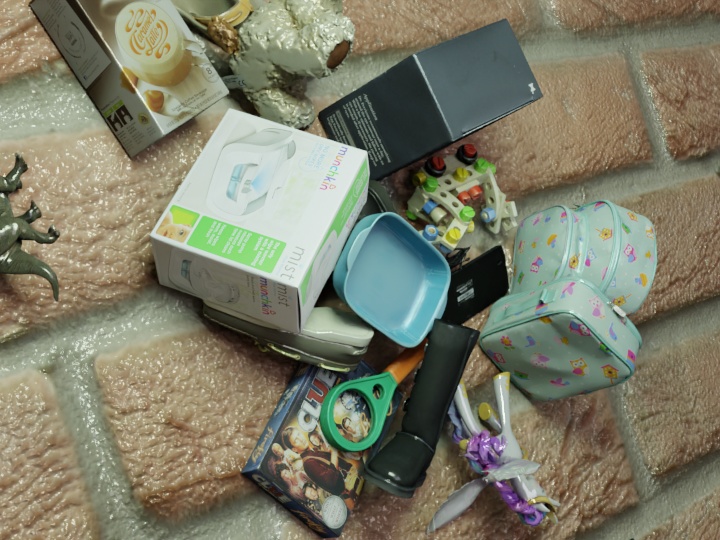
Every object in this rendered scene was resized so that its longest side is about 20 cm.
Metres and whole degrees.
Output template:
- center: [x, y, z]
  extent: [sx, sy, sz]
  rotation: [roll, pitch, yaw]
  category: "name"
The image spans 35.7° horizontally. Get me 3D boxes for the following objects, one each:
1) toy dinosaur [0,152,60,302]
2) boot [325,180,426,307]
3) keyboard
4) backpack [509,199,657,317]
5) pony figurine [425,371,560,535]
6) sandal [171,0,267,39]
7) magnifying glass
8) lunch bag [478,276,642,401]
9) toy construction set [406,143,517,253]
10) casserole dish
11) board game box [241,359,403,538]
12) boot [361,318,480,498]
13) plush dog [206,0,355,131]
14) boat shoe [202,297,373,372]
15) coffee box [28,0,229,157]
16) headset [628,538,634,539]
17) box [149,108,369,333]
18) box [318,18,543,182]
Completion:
- center: [-0.365, -0.051, 1.106]
  extent: [0.102, 0.077, 0.201]
  rotation: [-28, 100, -29]
  category: "toy dinosaur"
- center: [-0.002, 0.000, 1.369]
  extent: [0.157, 0.079, 0.212]
  rotation: [-29, 87, -46]
  category: "boot"
- center: [0.127, 0.018, 1.511]
  extent: [0.199, 0.039, 0.105]
  rotation: [-29, 118, -42]
  category: "keyboard"
- center: [0.306, -0.008, 1.546]
  extent: [0.153, 0.199, 0.177]
  rotation: [27, 61, -30]
  category: "backpack"
- center: [0.163, 0.236, 1.403]
  extent: [0.192, 0.166, 0.201]
  rotation: [-1, 62, -47]
  category: "pony figurine"
- center: [-0.175, -0.325, 1.344]
  extent: [0.199, 0.054, 0.081]
  rotation: [18, 66, -41]
  category: "sandal"
- center: [0.023, 0.142, 1.342]
  extent: [0.200, 0.022, 0.080]
  rotation: [-40, 102, -38]
  category: "magnifying glass"
- center: [0.263, 0.088, 1.481]
  extent: [0.160, 0.199, 0.077]
  rotation: [45, 51, -17]
  category: "lunch bag"
- center: [0.140, -0.095, 1.509]
  extent: [0.199, 0.092, 0.131]
  rotation: [-15, 62, -49]
  category: "toy construction set"
- center: [0.034, 0.010, 1.298]
  extent: [0.200, 0.039, 0.122]
  rotation: [38, 74, -48]
  category: "casserole dish"
- center: [-0.040, 0.190, 1.309]
  extent: [0.135, 0.034, 0.201]
  rotation: [42, 54, -22]
  category: "board game box"
- center: [0.075, 0.155, 1.304]
  extent: [0.065, 0.165, 0.201]
  rotation: [24, 93, 11]
  category: "boot"
- center: [-0.082, -0.285, 1.349]
  extent: [0.160, 0.200, 0.172]
  rotation: [35, 49, 0]
  category: "plush dog"
- center: [-0.088, 0.068, 1.271]
  extent: [0.200, 0.061, 0.072]
  rotation: [15, 28, -11]
  category: "boat shoe"
- center: [-0.255, -0.246, 1.239]
  extent: [0.114, 0.079, 0.201]
  rotation: [-42, 104, -39]
  category: "coffee box"
- center: [0.278, 0.404, 1.461]
  extent: [0.199, 0.124, 0.094]
  rotation: [-29, 70, -24]
  category: "headset"
- center: [-0.106, -0.056, 1.238]
  extent: [0.175, 0.097, 0.201]
  rotation: [19, 57, 13]
  category: "box"
- center: [0.089, -0.212, 1.432]
  extent: [0.196, 0.199, 0.118]
  rotation: [-29, 95, -41]
  category: "box"
